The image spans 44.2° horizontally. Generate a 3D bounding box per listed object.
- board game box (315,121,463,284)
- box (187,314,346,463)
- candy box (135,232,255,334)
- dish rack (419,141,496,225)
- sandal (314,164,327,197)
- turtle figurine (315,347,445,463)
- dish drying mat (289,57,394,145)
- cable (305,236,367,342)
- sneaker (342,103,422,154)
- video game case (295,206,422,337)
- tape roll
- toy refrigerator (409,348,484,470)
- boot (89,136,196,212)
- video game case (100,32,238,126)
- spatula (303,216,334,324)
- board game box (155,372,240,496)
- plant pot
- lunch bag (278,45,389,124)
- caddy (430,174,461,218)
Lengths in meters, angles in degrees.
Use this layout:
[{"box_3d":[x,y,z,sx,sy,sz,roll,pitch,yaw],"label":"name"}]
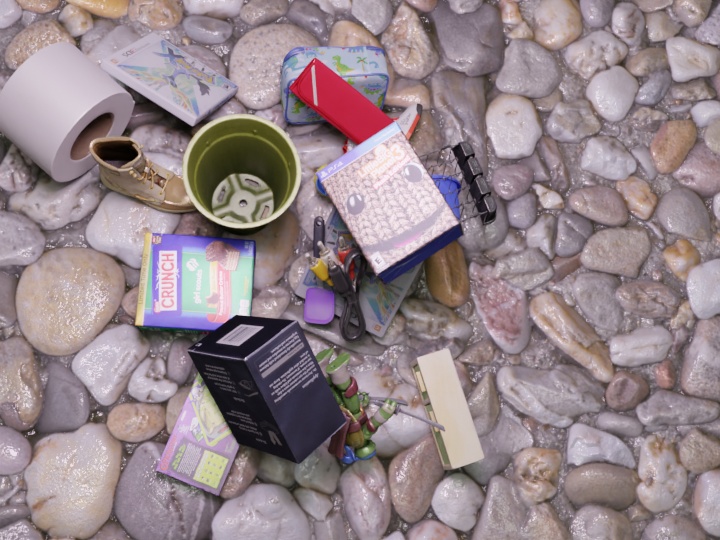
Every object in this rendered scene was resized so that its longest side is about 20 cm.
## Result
[{"box_3d":[0.049,-0.108,1.444,0.159,0.097,0.201,-33,77,3],"label":"board game box"},{"box_3d":[-0.154,0.188,1.447,0.117,0.196,0.202,-36,112,-31],"label":"box"},{"box_3d":[-0.290,0.026,1.573,0.198,0.077,0.171,3,77,-5],"label":"candy box"},{"box_3d":[0.128,-0.132,1.530,0.198,0.055,0.155,-19,76,-11],"label":"dish rack"},{"box_3d":[0.004,-0.178,1.603,0.199,0.087,0.080,-25,103,14],"label":"sandal"},{"box_3d":[0.011,0.213,1.520,0.199,0.144,0.195,-27,109,8],"label":"turtle figurine"},{"box_3d":[-0.030,-0.293,1.588,0.199,0.018,0.077,35,105,-28],"label":"dish drying mat"},{"box_3d":[-0.021,0.030,1.547,0.096,0.201,0.050,-24,36,-3],"label":"cable"},{"box_3d":[0.035,-0.254,1.687,0.107,0.067,0.203,28,77,-3],"label":"sneaker"},{"box_3d":[0.000,0.000,1.572,0.181,0.022,0.201,27,117,0],"label":"video game case"},{"box_3d":[-0.518,-0.276,1.552,0.139,0.203,0.203,39,75,3],"label":"tape roll"},{"box_3d":[0.150,0.249,1.577,0.069,0.076,0.202,-15,80,-10],"label":"toy refrigerator"},{"box_3d":[-0.374,-0.170,1.568,0.198,0.156,0.073,19,75,-2],"label":"boot"},{"box_3d":[-0.346,-0.356,1.630,0.199,0.022,0.183,32,35,0],"label":"video game case"},{"box_3d":[-0.072,0.000,1.557,0.056,0.021,0.202,7,116,12],"label":"spatula"},{"box_3d":[-0.261,0.275,1.542,0.119,0.032,0.202,24,74,-6],"label":"board game box"},{"box_3d":[-0.209,-0.144,1.566,0.198,0.190,0.202,2,76,-7],"label":"plant pot"},{"box_3d":[-0.052,-0.343,1.651,0.198,0.161,0.083,-6,66,-9],"label":"lunch bag"},{"box_3d":[0.091,-0.119,1.622,0.198,0.142,0.106,-6,71,-9],"label":"caddy"}]
